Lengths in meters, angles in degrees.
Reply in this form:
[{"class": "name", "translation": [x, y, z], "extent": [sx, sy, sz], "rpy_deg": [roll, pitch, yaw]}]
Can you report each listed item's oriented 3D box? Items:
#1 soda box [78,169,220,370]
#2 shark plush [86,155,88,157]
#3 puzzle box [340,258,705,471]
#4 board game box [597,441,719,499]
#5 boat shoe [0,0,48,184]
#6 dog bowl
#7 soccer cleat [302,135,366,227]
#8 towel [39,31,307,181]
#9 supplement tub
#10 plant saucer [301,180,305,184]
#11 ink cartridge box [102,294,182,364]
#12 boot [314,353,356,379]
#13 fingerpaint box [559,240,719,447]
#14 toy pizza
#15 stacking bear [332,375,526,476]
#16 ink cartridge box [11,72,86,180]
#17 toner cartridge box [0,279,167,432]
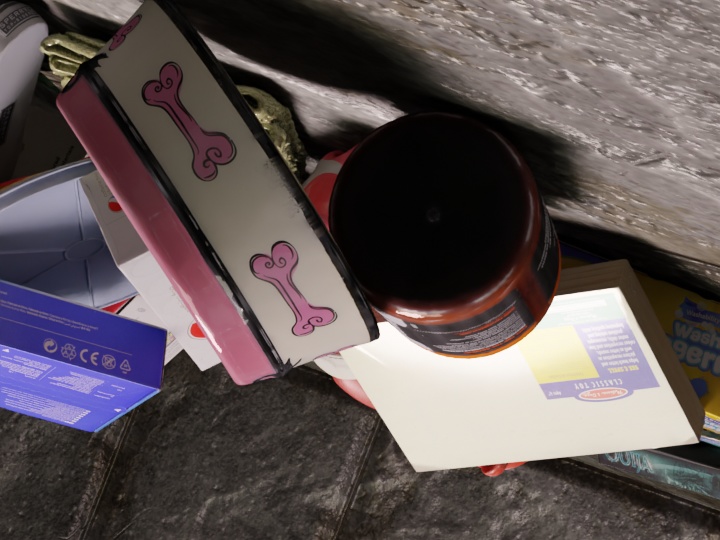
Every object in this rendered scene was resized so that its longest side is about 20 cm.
[{"class": "soda box", "translation": [-0.101, -0.008, 1.241], "extent": [0.064, 0.068, 0.200], "rpy_deg": [63, 180, 23]}, {"class": "shark plush", "translation": [-0.126, -0.083, 1.413], "extent": [0.200, 0.091, 0.083], "rpy_deg": [-2, -174, 38]}, {"class": "puzzle box", "translation": [0.094, 0.062, 1.252], "extent": [0.199, 0.025, 0.133], "rpy_deg": [-9, 129, 30]}, {"class": "board game box", "translation": [0.284, 0.124, 1.479], "extent": [0.135, 0.028, 0.200], "rpy_deg": [-22, -159, -34]}, {"class": "boat shoe", "translation": [-0.241, -0.085, 1.206], "extent": [0.066, 0.070, 0.200], "rpy_deg": [36, 133, 12]}, {"class": "dog bowl", "translation": [-0.074, -0.032, 1.000], "extent": [0.200, 0.074, 0.200], "rpy_deg": [57, 176, 6]}, {"class": "soccer cleat", "translation": [-0.016, -0.035, 1.235], "extent": [0.067, 0.077, 0.200], "rpy_deg": [32, 173, -6]}, {"class": "towel", "translation": [-0.102, -0.093, 1.220], "extent": [0.148, 0.037, 0.200], "rpy_deg": [20, 173, 7]}, {"class": "supplement tub", "translation": [0.050, -0.011, 1.086], "extent": [0.107, 0.107, 0.200], "rpy_deg": [20, 173, 13]}, {"class": "plant saucer", "translation": [-0.066, -0.039, 1.510], "extent": [0.200, 0.049, 0.200], "rpy_deg": [16, 173, 41]}, {"class": "ink cartridge box", "translation": [-0.222, -0.025, 1.505], "extent": [0.200, 0.084, 0.176], "rpy_deg": [52, -168, 20]}, {"class": "boot", "translation": [0.000, 0.000, 1.374], "extent": [0.200, 0.072, 0.145], "rpy_deg": [8, 126, 61]}, {"class": "fingerpaint box", "translation": [0.182, 0.052, 1.332], "extent": [0.199, 0.074, 0.167], "rpy_deg": [21, 173, 2]}, {"class": "toy pizza", "translation": [-0.173, -0.026, 1.265], "extent": [0.200, 0.032, 0.200], "rpy_deg": [-19, 158, -8]}, {"class": "stacking bear", "translation": [0.075, 0.087, 1.522], "extent": [0.114, 0.122, 0.200], "rpy_deg": [38, -179, -23]}, {"class": "ink cartridge box", "translation": [-0.285, -0.112, 1.304], "extent": [0.200, 0.083, 0.147], "rpy_deg": [25, -171, -29]}, {"class": "toner cartridge box", "translation": [-0.226, 0.042, 1.241], "extent": [0.200, 0.043, 0.095], "rpy_deg": [19, 152, -28]}]
